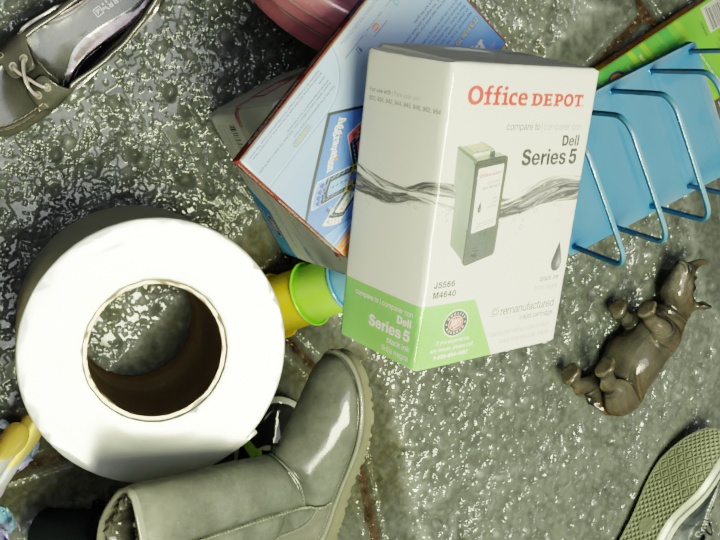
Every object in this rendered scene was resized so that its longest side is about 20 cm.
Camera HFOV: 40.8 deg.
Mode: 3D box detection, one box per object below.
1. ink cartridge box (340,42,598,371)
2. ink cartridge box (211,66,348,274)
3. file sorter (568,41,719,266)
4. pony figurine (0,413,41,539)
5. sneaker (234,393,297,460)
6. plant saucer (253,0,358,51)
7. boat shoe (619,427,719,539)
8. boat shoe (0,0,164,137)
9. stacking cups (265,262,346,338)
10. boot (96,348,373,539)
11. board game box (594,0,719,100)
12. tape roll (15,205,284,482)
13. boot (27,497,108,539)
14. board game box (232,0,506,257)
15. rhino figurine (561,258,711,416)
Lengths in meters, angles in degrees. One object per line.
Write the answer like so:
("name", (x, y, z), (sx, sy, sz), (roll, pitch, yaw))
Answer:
("ink cartridge box", (0.073, -0.048, 0.667), (0.145, 0.084, 0.202), (-8, 111, -39))
("ink cartridge box", (-0.033, -0.084, 0.780), (0.084, 0.200, 0.145), (-31, 107, -14))
("file sorter", (0.278, -0.110, 0.909), (0.199, 0.123, 0.140), (-27, 106, -8))
("pony figurine", (-0.314, 0.196, 0.733), (0.165, 0.193, 0.201), (23, 61, -8))
("sneaker", (-0.078, 0.214, 0.867), (0.071, 0.083, 0.202), (9, 94, -21))
("plant saucer", (-0.017, -0.224, 0.788), (0.199, 0.201, 0.051), (21, 122, -22))
("boat shoe", (0.340, 0.260, 1.036), (0.062, 0.075, 0.201), (28, 92, -26))
("boat shoe", (-0.233, -0.182, 0.769), (0.200, 0.057, 0.067), (-44, 109, -10))
("stacking cups", (0.000, 0.000, 0.812), (0.060, 0.199, 0.061), (31, 47, -41))
("boot", (-0.090, 0.149, 0.710), (0.199, 0.072, 0.183), (3, 100, -40))
("board game box", (0.312, -0.197, 0.985), (0.199, 0.030, 0.096), (-35, 108, -15))
("tape roll", (-0.174, 0.052, 0.780), (0.201, 0.139, 0.205), (-3, 99, -20))
("boot", (-0.159, 0.240, 0.806), (0.200, 0.168, 0.077), (34, 53, -29))
("board game box", (0.010, -0.120, 0.678), (0.103, 0.019, 0.201), (41, 78, -21))
("rhino figurine", (0.295, 0.064, 0.996), (0.200, 0.060, 0.087), (-50, 124, -9))
